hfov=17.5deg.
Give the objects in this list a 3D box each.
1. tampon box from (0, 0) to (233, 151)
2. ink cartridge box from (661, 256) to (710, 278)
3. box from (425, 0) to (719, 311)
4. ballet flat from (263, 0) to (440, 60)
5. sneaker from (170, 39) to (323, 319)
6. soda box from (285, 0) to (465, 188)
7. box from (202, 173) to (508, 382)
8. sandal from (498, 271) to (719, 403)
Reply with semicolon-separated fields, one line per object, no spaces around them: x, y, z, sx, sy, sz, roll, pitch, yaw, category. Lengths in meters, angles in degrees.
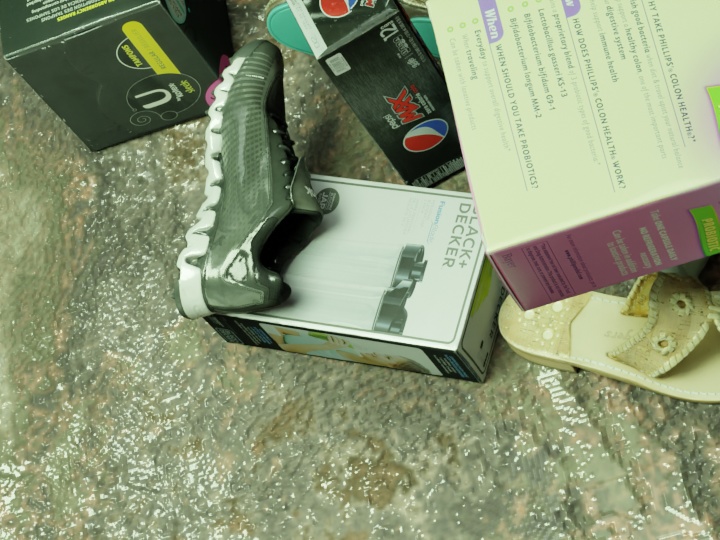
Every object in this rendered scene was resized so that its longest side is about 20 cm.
-0.182;-0.219;1.717;0.126;0.150;0.200;-17;61;14;tampon box
0.190;-0.126;1.527;0.147;0.145;0.200;25;77;29;ink cartridge box
0.160;-0.097;1.385;0.199;0.097;0.176;-18;63;11;box
0.034;-0.185;1.674;0.199;0.068;0.075;6;46;18;ballet flat
-0.062;-0.059;1.574;0.090;0.066;0.201;5;71;21;sneaker
0.018;-0.132;1.565;0.063;0.200;0.071;-30;58;5;soda box
0.000;0.000;1.591;0.199;0.060;0.117;9;69;25;box
0.183;0.033;1.497;0.211;0.070;0.078;5;68;24;sandal
